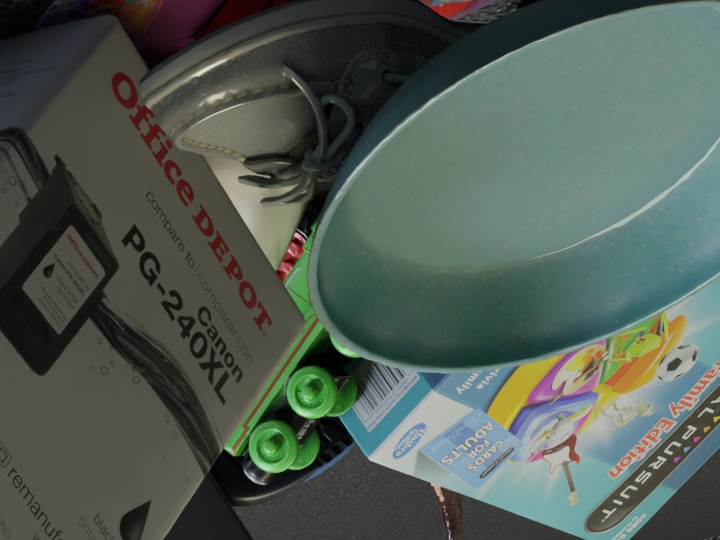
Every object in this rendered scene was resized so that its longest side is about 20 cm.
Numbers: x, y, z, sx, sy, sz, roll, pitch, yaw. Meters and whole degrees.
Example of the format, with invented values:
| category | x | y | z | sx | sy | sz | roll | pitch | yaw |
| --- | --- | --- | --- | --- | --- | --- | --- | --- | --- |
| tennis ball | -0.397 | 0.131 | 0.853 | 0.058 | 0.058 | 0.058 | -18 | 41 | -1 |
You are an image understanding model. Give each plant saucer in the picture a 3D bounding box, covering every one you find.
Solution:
| category | x | y | z | sx | sy | sz | roll | pitch | yaw |
| --- | --- | --- | --- | --- | --- | --- | --- | --- | --- |
| plant saucer | 0.070 | -0.038 | 1.025 | 0.200 | 0.036 | 0.200 | -16 | 148 | -10 |

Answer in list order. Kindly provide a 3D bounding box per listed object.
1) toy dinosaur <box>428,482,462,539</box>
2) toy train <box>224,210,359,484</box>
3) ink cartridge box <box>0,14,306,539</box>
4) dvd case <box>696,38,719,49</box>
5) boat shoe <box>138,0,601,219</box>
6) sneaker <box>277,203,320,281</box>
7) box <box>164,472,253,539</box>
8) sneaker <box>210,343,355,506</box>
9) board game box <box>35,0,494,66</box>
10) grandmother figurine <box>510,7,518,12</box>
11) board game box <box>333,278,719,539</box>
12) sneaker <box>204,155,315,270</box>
| category | x | y | z | sx | sy | sz | roll | pitch | yaw |
| --- | --- | --- | --- | --- | --- | --- | --- | --- | --- |
| toy dinosaur | 0.071 | 0.042 | 1.396 | 0.200 | 0.086 | 0.136 | -56 | 174 | 3 |
| toy train | 0.000 | 0.000 | 1.244 | 0.200 | 0.056 | 0.042 | -55 | 166 | 10 |
| ink cartridge box | -0.120 | 0.027 | 1.016 | 0.083 | 0.145 | 0.200 | -13 | -150 | 36 |
| dvd case | 0.173 | -0.075 | 1.133 | 0.146 | 0.022 | 0.200 | -14 | 165 | -2 |
| boat shoe | 0.011 | -0.051 | 1.048 | 0.202 | 0.065 | 0.074 | 5 | 152 | -46 |
| sneaker | -0.081 | 0.002 | 1.397 | 0.200 | 0.079 | 0.095 | -21 | -174 | 38 |
| box | -0.155 | 0.137 | 1.387 | 0.198 | 0.200 | 0.123 | 8 | -132 | 47 |
| sneaker | -0.014 | 0.044 | 1.417 | 0.200 | 0.066 | 0.078 | -51 | 178 | -28 |
| board game box | -0.016 | -0.086 | 1.083 | 0.158 | 0.039 | 0.200 | -18 | 167 | 23 |
| grandmother figurine | 0.166 | -0.104 | 1.179 | 0.200 | 0.061 | 0.121 | -13 | -165 | -15 |
| board game box | 0.101 | 0.040 | 1.318 | 0.151 | 0.047 | 0.200 | -47 | 141 | 16 |
| sneaker | -0.071 | -0.020 | 1.183 | 0.073 | 0.085 | 0.200 | 19 | 180 | 22 |
